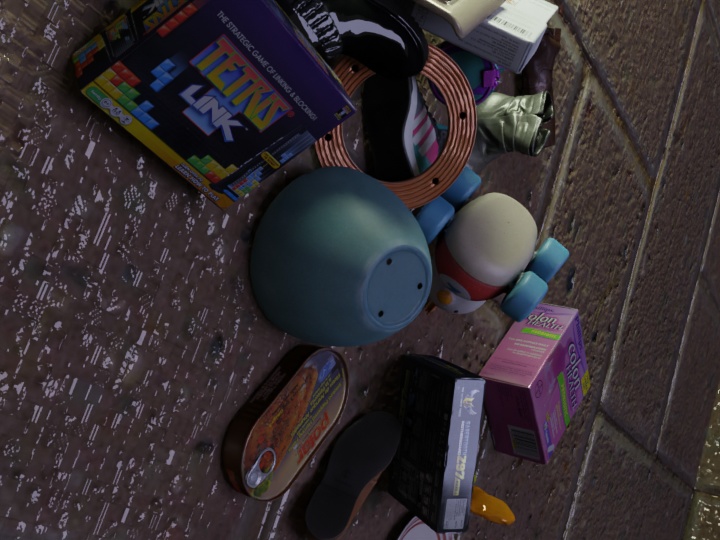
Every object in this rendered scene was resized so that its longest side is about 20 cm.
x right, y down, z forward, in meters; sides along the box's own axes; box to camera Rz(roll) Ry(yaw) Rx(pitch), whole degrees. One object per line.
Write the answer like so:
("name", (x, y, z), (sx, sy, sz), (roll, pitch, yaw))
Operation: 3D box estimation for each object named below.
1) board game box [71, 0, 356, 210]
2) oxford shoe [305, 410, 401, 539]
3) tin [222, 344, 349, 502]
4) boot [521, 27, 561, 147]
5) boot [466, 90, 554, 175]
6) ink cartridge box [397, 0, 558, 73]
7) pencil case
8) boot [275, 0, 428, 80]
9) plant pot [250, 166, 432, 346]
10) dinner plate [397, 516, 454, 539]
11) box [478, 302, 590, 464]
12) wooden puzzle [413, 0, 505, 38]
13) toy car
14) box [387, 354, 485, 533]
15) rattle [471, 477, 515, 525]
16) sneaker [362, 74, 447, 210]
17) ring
("board game box", (-0.122, -0.163, 0.794), (0.165, 0.057, 0.200), (-34, 141, 12))
("oxford shoe", (-0.013, 0.262, 1.135), (0.200, 0.071, 0.072), (-52, 164, -35))
("tin", (-0.082, 0.171, 1.025), (0.200, 0.042, 0.113), (-50, 130, -36))
("boot", (0.260, -0.273, 1.392), (0.186, 0.064, 0.202), (-19, 117, -49))
("boot", (0.186, -0.170, 1.242), (0.068, 0.130, 0.201), (45, 61, -49))
("ink cartridge box", (0.126, -0.317, 1.071), (0.174, 0.199, 0.044), (-51, 166, -56))
("pencil case", (0.142, -0.264, 1.142), (0.200, 0.092, 0.086), (-59, 165, -63))
("boot", (-0.034, -0.222, 0.916), (0.210, 0.079, 0.159), (33, 63, -25))
("plant pot", (0.000, 0.000, 0.969), (0.199, 0.134, 0.202), (-14, 115, -34))
("dinner plate", (0.080, 0.448, 1.327), (0.200, 0.024, 0.202), (-17, 111, -53))
("box", (0.297, 0.187, 1.510), (0.200, 0.096, 0.177), (-48, 133, -38))
("wooden puzzle", (0.063, -0.344, 0.978), (0.037, 0.199, 0.185), (-57, 175, 38))
("toy car", (0.136, 0.006, 1.194), (0.177, 0.184, 0.200), (-46, 173, -48))
("box", (0.097, 0.223, 1.188), (0.051, 0.157, 0.202), (6, 93, -23))
("rattle", (0.162, 0.249, 1.288), (0.130, 0.142, 0.202), (29, 73, -64))
("sneaker", (0.071, -0.182, 1.120), (0.120, 0.083, 0.202), (-27, 117, -51))
("ring", (0.040, -0.168, 1.042), (0.198, 0.019, 0.202), (-4, 108, -14))
